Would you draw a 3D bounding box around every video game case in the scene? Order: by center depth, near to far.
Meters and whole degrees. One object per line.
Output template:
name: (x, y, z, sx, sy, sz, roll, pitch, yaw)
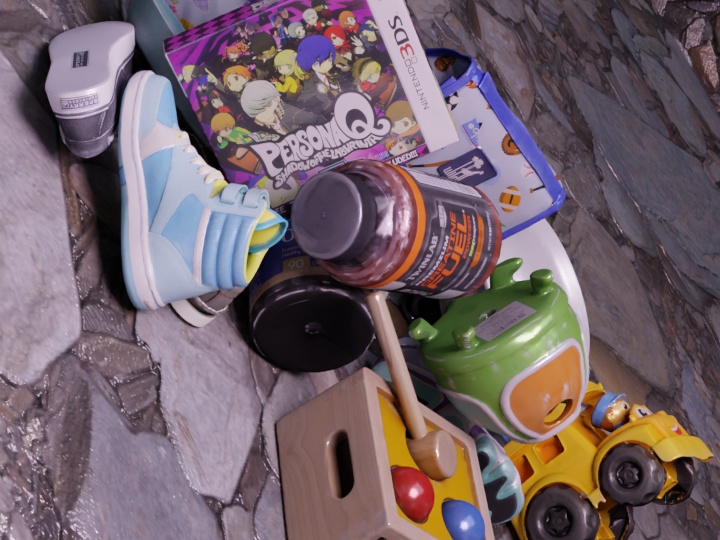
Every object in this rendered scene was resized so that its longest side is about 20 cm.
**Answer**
video game case: (-0.039, -0.150, 1.367, 0.036, 0.199, 0.182, -105, 172, -59)

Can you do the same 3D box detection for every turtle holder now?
turtle holder: (0.120, 0.080, 1.438, 0.141, 0.185, 0.132, -42, 109, -38)

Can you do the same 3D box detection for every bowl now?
bowl: (0.140, 0.031, 1.623, 0.201, 0.090, 0.202, 35, 44, -43)

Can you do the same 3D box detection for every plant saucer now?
plant saucer: (-0.156, -0.174, 1.470, 0.201, 0.036, 0.200, 58, 2, -3)

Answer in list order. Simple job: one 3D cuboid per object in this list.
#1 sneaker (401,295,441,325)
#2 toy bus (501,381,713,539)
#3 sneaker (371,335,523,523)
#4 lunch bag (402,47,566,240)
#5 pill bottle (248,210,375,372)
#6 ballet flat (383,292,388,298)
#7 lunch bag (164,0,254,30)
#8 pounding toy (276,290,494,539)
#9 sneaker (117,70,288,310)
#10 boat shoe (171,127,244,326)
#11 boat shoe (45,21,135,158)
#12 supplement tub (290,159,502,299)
sneaker: (0.075, 0.002, 1.695, 0.201, 0.078, 0.140, 62, 25, 11)
toy bus: (0.222, 0.177, 1.632, 0.135, 0.200, 0.193, 14, 41, -58)
sneaker: (0.090, 0.136, 1.552, 0.200, 0.078, 0.140, 50, 26, -17)
lunch bag: (0.075, -0.111, 1.508, 0.170, 0.199, 0.124, 52, 57, -26)
pill bottle: (-0.046, -0.016, 1.458, 0.112, 0.112, 0.201, 38, 31, -35)
ballet flat: (0.000, 0.000, 1.579, 0.076, 0.064, 0.201, 42, 29, -30)
lunch bag: (-0.101, -0.258, 1.626, 0.201, 0.127, 0.170, 57, 26, -15)
pounding toy: (0.028, 0.162, 1.349, 0.184, 0.142, 0.201, 35, 33, -39)
sneaker: (-0.124, -0.070, 1.307, 0.080, 0.130, 0.201, 63, 22, -73)
boat shoe: (-0.135, -0.047, 1.392, 0.072, 0.060, 0.203, 32, 35, -43)
boat shoe: (-0.221, -0.152, 1.359, 0.200, 0.071, 0.068, -102, -176, -63)
supplement tub: (0.028, -0.034, 1.358, 0.200, 0.107, 0.107, 8, 54, -55)
